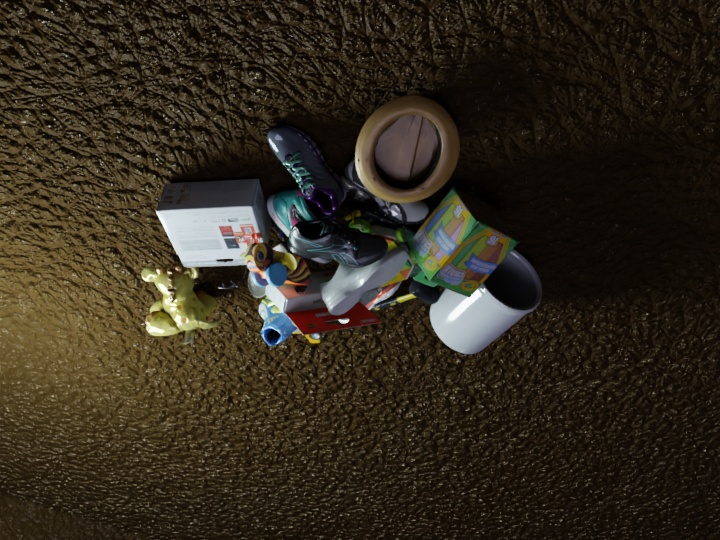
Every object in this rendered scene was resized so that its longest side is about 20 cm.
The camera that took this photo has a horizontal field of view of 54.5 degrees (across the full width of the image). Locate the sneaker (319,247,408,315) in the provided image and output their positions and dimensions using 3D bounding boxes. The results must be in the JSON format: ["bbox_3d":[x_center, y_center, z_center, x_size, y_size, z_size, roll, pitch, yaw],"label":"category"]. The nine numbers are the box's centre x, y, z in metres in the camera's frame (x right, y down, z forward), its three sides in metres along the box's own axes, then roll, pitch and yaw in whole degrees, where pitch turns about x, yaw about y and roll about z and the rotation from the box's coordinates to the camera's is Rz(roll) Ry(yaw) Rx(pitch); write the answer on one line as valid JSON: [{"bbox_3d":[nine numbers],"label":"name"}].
[{"bbox_3d":[0.000,0.000,1.427,0.199,0.089,0.075,-35,149,7],"label":"sneaker"}]

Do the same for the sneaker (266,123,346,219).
[{"bbox_3d":[-0.100,-0.186,1.311,0.074,0.088,0.200,-33,116,28],"label":"sneaker"}]

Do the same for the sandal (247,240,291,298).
[{"bbox_3d":[-0.204,0.001,1.529,0.054,0.082,0.200,-19,170,-41],"label":"sandal"}]

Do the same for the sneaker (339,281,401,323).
[{"bbox_3d":[0.006,0.046,1.602,0.082,0.077,0.200,45,122,-11],"label":"sneaker"}]

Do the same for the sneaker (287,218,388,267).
[{"bbox_3d":[-0.043,-0.056,1.354,0.198,0.076,0.079,3,149,-6],"label":"sneaker"}]

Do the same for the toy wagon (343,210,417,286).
[{"bbox_3d":[0.025,-0.043,1.455,0.154,0.040,0.200,-18,133,23],"label":"toy wagon"}]

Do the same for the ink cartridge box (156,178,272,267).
[{"bbox_3d":[-0.293,-0.095,1.447,0.198,0.084,0.176,-2,140,7],"label":"ink cartridge box"}]

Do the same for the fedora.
[{"bbox_3d":[0.081,-0.223,1.258,0.199,0.082,0.202,-2,121,-4],"label":"fedora"}]

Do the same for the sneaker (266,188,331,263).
[{"bbox_3d":[-0.086,-0.098,1.433,0.120,0.084,0.200,-16,134,35],"label":"sneaker"}]

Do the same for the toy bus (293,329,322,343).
[{"bbox_3d":[-0.139,0.090,1.651,0.078,0.065,0.201,-3,138,8],"label":"toy bus"}]

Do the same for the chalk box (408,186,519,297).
[{"bbox_3d":[0.187,-0.038,1.386,0.124,0.124,0.200,19,120,-35],"label":"chalk box"}]

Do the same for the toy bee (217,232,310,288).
[{"bbox_3d":[-0.182,-0.020,1.390,0.130,0.110,0.200,-1,180,26],"label":"toy bee"}]

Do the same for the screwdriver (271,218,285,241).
[{"bbox_3d":[-0.169,-0.065,1.521,0.029,0.028,0.201,27,149,20],"label":"screwdriver"}]

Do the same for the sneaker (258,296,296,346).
[{"bbox_3d":[-0.196,0.111,1.550,0.076,0.105,0.200,55,152,-17],"label":"sneaker"}]

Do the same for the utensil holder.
[{"bbox_3d":[0.267,0.067,1.518,0.169,0.171,0.200,19,138,-16],"label":"utensil holder"}]

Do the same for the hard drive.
[{"bbox_3d":[0.071,-0.058,1.491,0.199,0.038,0.140,20,136,-15],"label":"hard drive"}]

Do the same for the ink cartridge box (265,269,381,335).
[{"bbox_3d":[-0.076,0.062,1.482,0.199,0.173,0.044,-6,120,-34],"label":"ink cartridge box"}]

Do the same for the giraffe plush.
[{"bbox_3d":[-0.414,0.052,1.578,0.172,0.200,0.163,-19,115,-19],"label":"giraffe plush"}]

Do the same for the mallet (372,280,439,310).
[{"bbox_3d":[0.087,0.061,1.594,0.199,0.041,0.066,-15,141,43],"label":"mallet"}]

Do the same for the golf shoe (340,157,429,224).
[{"bbox_3d":[0.063,-0.159,1.352,0.199,0.078,0.095,24,134,-22],"label":"golf shoe"}]
